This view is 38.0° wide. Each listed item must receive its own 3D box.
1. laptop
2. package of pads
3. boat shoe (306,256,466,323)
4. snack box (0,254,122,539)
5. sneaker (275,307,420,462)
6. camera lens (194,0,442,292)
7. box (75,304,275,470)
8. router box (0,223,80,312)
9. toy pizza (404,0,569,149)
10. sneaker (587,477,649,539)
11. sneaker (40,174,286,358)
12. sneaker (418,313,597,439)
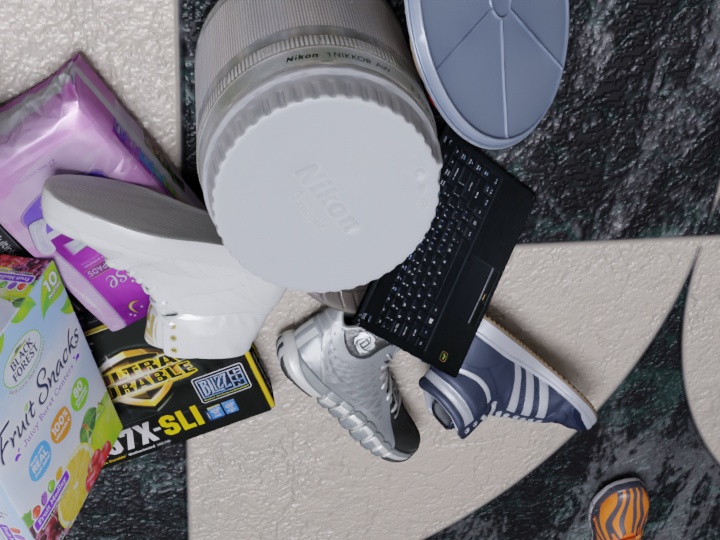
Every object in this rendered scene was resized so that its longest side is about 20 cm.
[{"bbox_3d":[0.076,-0.018,0.821,0.199,0.103,0.179,30,83,-37],"label":"laptop"},{"bbox_3d":[-0.203,-0.052,0.799,0.119,0.076,0.201,-27,129,12],"label":"package of pads"},{"bbox_3d":[0.000,0.000,0.883,0.198,0.073,0.076,20,87,-35],"label":"boat shoe"},{"bbox_3d":[-0.257,0.111,0.800,0.052,0.143,0.202,5,134,15],"label":"snack box"},{"bbox_3d":[0.023,0.098,0.978,0.115,0.075,0.200,-38,126,14],"label":"sneaker"},{"bbox_3d":[-0.034,-0.104,0.715,0.157,0.201,0.162,-5,129,-6],"label":"camera lens"},{"bbox_3d":[-0.194,0.090,0.934,0.197,0.050,0.161,-19,132,1],"label":"box"},{"bbox_3d":[-0.340,-0.010,0.812,0.156,0.053,0.201,-28,129,8],"label":"router box"},{"bbox_3d":[0.085,-0.185,0.721,0.031,0.202,0.201,2,144,40],"label":"toy pizza"},{"bbox_3d":[0.313,0.339,1.217,0.076,0.113,0.202,-9,130,-7],"label":"sneaker"},{"bbox_3d":[-0.149,0.009,0.764,0.198,0.074,0.116,18,116,-27],"label":"sneaker"},{"bbox_3d":[0.138,0.127,1.010,0.199,0.070,0.109,38,86,-28],"label":"sneaker"}]
